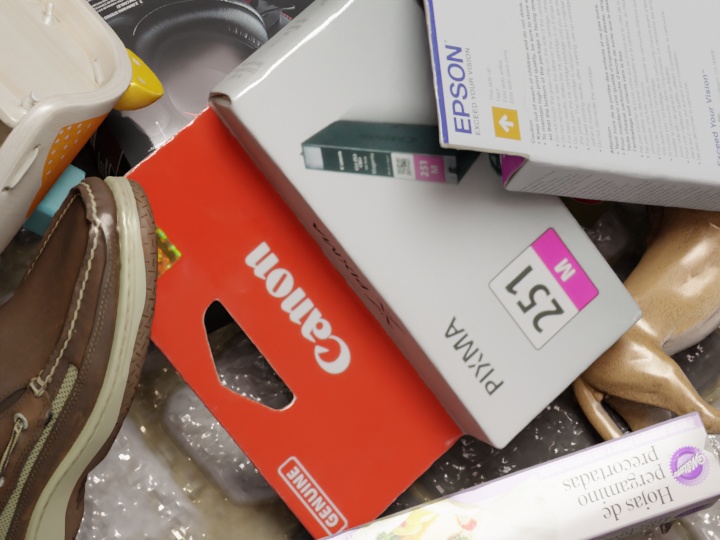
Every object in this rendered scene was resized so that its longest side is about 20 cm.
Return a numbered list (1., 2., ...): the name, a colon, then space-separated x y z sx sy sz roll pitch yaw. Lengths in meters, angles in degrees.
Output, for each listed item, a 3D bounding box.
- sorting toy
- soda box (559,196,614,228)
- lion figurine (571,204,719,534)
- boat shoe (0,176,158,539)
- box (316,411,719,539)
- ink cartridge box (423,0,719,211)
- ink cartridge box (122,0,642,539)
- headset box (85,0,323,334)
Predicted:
1. sorting toy: -0.192 -0.052 0.912 0.200 0.107 0.180 47 113 30
2. soda box: 0.117 -0.127 1.039 0.064 0.068 0.201 20 70 -4
3. lion figurine: 0.150 0.011 1.002 0.122 0.073 0.200 33 74 9
4. boat shoe: -0.141 0.052 0.874 0.074 0.203 0.075 6 28 -27
5. box: 0.059 0.113 0.931 0.199 0.041 0.039 -18 76 -9
6. ink cartridge box: 0.096 -0.128 0.941 0.199 0.043 0.198 5 69 -31
7. ink cartridge box: 0.000 0.000 0.922 0.173 0.044 0.200 -42 108 -13
8. headset box: -0.049 -0.074 0.989 0.148 0.075 0.201 -27 79 -16
